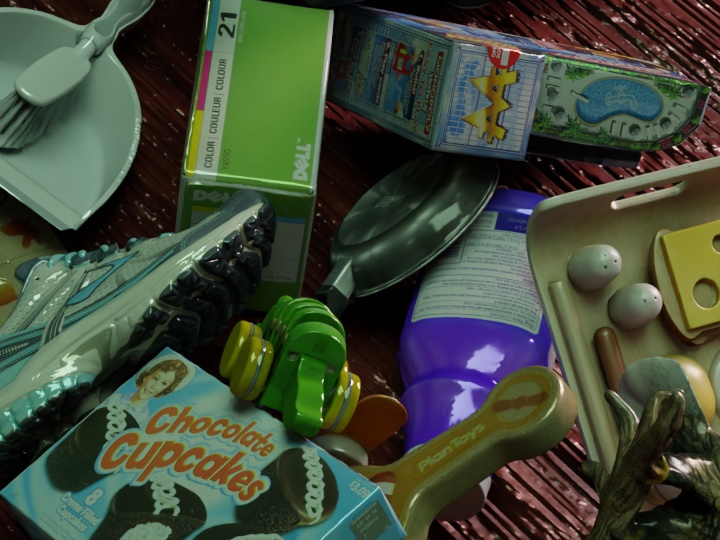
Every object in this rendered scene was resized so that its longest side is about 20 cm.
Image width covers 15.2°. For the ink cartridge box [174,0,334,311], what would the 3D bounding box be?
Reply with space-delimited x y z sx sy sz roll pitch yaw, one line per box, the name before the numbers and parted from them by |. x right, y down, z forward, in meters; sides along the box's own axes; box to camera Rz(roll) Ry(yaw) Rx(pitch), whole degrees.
ink cartridge box | -0.054 -0.097 1.459 0.075 0.201 0.148 8 47 -3

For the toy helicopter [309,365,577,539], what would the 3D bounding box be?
toy helicopter | 0.017 0.108 1.329 0.199 0.079 0.132 -34 34 6

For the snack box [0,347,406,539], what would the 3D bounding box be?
snack box | -0.080 0.116 1.295 0.116 0.037 0.200 -41 36 -16

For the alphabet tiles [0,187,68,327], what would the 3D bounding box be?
alphabet tiles | -0.235 0.013 1.460 0.166 0.006 0.200 -22 55 -27

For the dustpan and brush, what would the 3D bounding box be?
dustpan and brush | -0.168 -0.115 1.543 0.139 0.057 0.200 37 29 1

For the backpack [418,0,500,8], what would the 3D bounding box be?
backpack | 0.107 -0.269 1.687 0.199 0.151 0.178 -17 49 -30

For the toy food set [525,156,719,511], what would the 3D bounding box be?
toy food set | 0.182 0.044 1.419 0.143 0.060 0.201 -14 85 -21

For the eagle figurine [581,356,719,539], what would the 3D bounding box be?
eagle figurine | 0.207 0.128 1.306 0.199 0.152 0.152 12 84 -14

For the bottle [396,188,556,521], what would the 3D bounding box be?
bottle | 0.063 0.044 1.442 0.083 0.066 0.201 4 46 12

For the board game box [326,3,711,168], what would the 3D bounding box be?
board game box | 0.085 -0.097 1.505 0.199 0.062 0.200 10 9 -5

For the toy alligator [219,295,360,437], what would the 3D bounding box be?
toy alligator | -0.035 0.037 1.351 0.059 0.055 0.200 22 6 -12

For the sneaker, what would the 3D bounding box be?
sneaker | -0.133 0.013 1.390 0.200 0.078 0.086 -38 66 -11

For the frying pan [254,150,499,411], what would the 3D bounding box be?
frying pan | -0.003 -0.005 1.482 0.190 0.031 0.115 -39 20 -2

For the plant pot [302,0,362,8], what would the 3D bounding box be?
plant pot | -0.001 -0.227 1.531 0.199 0.200 0.136 -15 90 -22
